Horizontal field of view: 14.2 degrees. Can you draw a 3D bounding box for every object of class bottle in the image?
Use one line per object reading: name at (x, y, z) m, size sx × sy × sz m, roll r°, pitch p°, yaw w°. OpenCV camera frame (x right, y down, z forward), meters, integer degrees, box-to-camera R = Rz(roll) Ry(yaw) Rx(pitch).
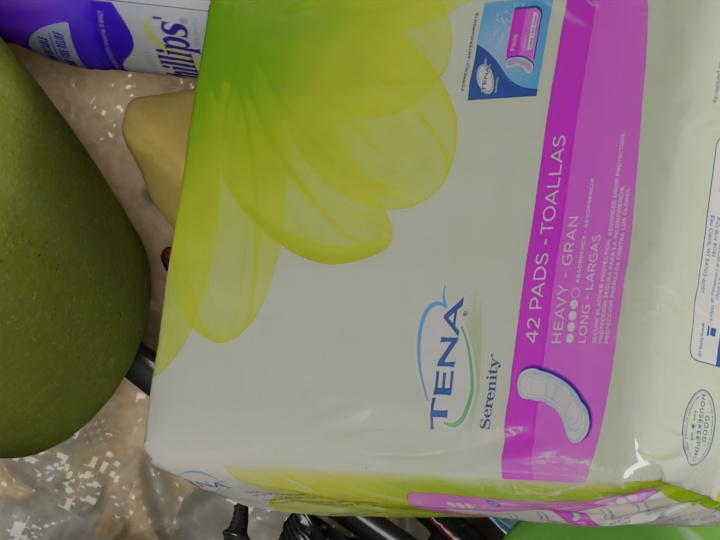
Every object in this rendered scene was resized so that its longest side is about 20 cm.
bottle at (-0.075, -0.100, 0.953) m, size 0.200 × 0.084 × 0.065 m, roll 7°, pitch 76°, yaw 5°

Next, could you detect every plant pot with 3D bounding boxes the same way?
plant pot at (-0.164, -0.017, 0.906) m, size 0.187 × 0.200 × 0.187 m, roll -20°, pitch 55°, yaw 31°

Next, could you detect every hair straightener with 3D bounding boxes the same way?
hair straightener at (-0.016, 0.085, 0.970) m, size 0.200 × 0.041 × 0.077 m, roll 43°, pitch 79°, yaw 4°

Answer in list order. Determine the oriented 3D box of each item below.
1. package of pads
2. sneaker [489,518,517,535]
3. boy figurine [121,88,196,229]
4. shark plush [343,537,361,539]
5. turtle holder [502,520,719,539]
package of pads at (0.032, -0.005, 0.814) m, size 0.200 × 0.068 × 0.155 m, roll 0°, pitch 78°, yaw 44°
sneaker at (0.083, 0.077, 0.966) m, size 0.082 × 0.074 × 0.200 m, roll -21°, pitch 90°, yaw 26°
boy figurine at (0.000, 0.000, 0.926) m, size 0.200 × 0.064 × 0.124 m, roll 27°, pitch 99°, yaw 33°
shark plush at (-0.015, 0.194, 0.981) m, size 0.083 × 0.091 × 0.200 m, roll 0°, pitch 100°, yaw 36°
turtle holder at (0.099, 0.116, 0.859) m, size 0.141 × 0.132 × 0.186 m, roll -45°, pitch 60°, yaw 40°
